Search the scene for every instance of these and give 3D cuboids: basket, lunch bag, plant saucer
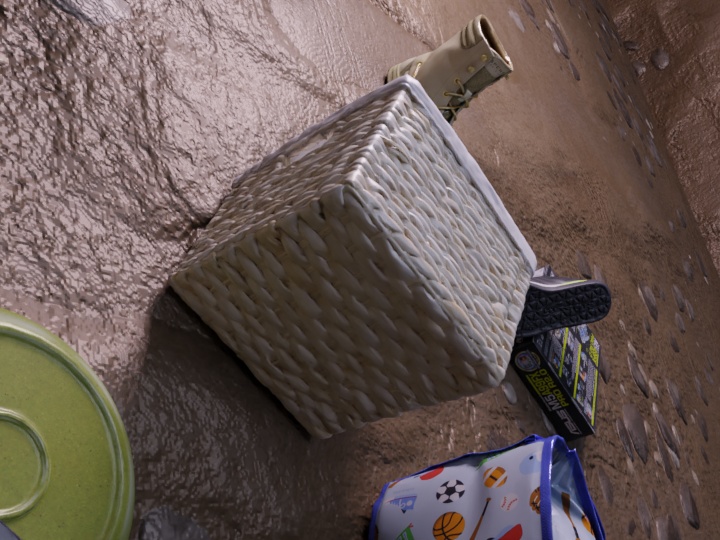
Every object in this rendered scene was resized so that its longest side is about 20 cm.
[{"bbox_3d":[0.000,0.000,0.615,0.200,0.198,0.161,51,37,-21],"label":"basket"},{"bbox_3d":[0.098,0.238,0.602,0.124,0.170,0.200,36,39,-43],"label":"lunch bag"},{"bbox_3d":[-0.190,0.102,0.404,0.200,0.031,0.200,36,40,-39],"label":"plant saucer"}]

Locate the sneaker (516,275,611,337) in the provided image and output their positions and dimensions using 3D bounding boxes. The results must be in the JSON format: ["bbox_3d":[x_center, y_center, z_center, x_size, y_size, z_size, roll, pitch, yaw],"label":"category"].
[{"bbox_3d":[0.219,0.043,1.007,0.200,0.083,0.072,1,97,-17],"label":"sneaker"}]

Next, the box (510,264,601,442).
[{"bbox_3d":[0.269,0.108,1.091,0.160,0.044,0.200,54,32,-16],"label":"box"}]

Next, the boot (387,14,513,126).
[{"bbox_3d":[0.117,-0.208,0.988,0.073,0.155,0.200,28,46,-45],"label":"boot"}]

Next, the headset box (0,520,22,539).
[{"bbox_3d":[-0.153,0.196,0.297,0.200,0.077,0.149,50,48,-12],"label":"headset box"}]
